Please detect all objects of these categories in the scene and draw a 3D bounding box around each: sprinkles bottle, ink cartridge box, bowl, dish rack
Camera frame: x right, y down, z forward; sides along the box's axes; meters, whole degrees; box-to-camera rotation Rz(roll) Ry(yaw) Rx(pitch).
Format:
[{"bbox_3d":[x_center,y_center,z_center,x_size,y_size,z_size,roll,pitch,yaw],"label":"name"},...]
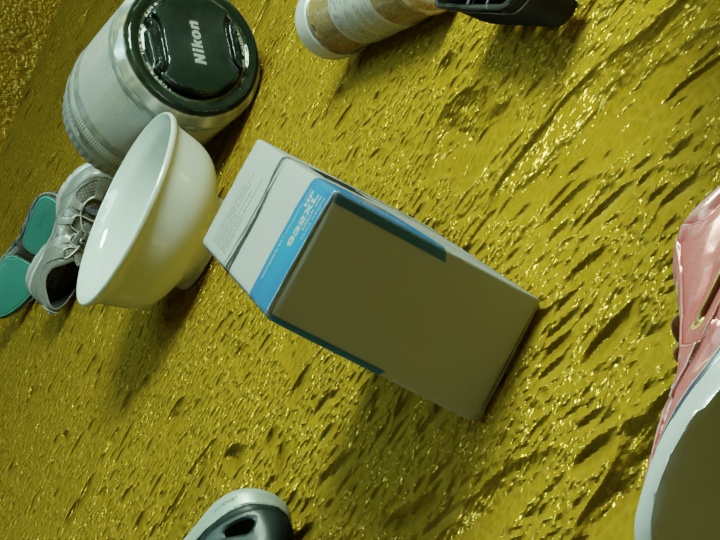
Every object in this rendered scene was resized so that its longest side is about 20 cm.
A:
[{"bbox_3d":[0.012,-0.219,1.409,0.200,0.068,0.069,-9,57,66],"label":"sprinkles bottle"},{"bbox_3d":[0.000,0.000,1.060,0.084,0.145,0.200,-62,20,4],"label":"ink cartridge box"},{"bbox_3d":[-0.189,-0.043,1.675,0.201,0.090,0.202,-51,25,34],"label":"bowl"},{"bbox_3d":[0.134,-0.253,1.163,0.201,0.054,0.153,-64,20,0],"label":"dish rack"}]

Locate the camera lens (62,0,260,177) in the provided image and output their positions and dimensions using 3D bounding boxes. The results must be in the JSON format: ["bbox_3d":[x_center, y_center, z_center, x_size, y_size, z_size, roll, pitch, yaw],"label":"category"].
[{"bbox_3d":[-0.207,-0.193,1.796,0.200,0.159,0.161,-33,37,56],"label":"camera lens"}]

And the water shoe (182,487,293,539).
[{"bbox_3d":[-0.115,0.235,1.179,0.200,0.071,0.079,-57,23,23],"label":"water shoe"}]

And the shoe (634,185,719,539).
[{"bbox_3d":[0.161,0.036,0.729,0.201,0.071,0.091,-61,18,-6],"label":"shoe"}]

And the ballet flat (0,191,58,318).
[{"bbox_3d":[-0.434,-0.021,2.333,0.201,0.072,0.072,-57,21,20],"label":"ballet flat"}]

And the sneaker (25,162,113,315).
[{"bbox_3d":[-0.333,-0.035,2.090,0.201,0.074,0.082,-64,33,21],"label":"sneaker"}]
